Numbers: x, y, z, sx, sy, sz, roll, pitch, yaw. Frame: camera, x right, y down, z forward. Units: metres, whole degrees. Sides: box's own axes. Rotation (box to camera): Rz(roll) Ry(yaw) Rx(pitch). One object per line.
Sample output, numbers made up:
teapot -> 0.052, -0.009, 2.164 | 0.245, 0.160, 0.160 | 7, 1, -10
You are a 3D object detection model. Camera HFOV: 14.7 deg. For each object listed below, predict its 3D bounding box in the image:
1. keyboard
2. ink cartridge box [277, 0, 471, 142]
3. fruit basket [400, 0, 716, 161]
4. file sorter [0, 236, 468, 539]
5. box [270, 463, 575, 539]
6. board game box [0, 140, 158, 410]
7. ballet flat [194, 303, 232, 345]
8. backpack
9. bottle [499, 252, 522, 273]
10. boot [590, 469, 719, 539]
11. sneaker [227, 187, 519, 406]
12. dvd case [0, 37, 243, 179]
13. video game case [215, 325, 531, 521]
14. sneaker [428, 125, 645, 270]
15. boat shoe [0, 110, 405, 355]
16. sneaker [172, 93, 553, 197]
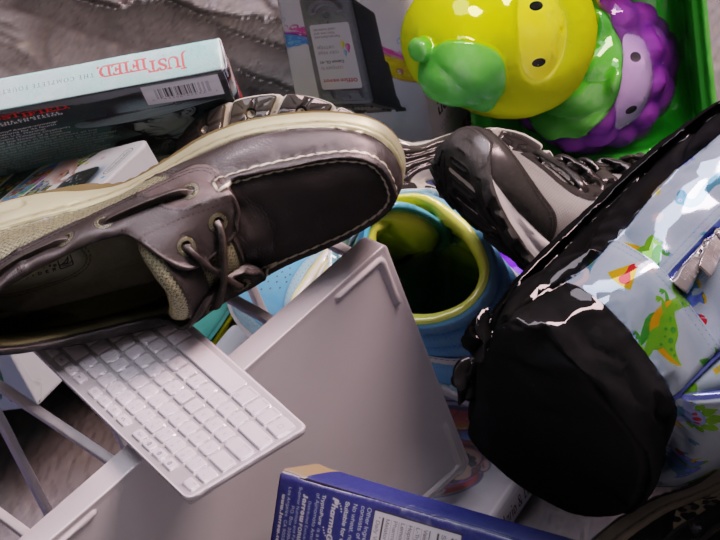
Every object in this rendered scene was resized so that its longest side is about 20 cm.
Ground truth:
keyboard -> -0.094, 0.036, 1.150 | 0.056, 0.011, 0.200 | -35, 39, -14
ink cartridge box -> 0.019, -0.163, 1.540 | 0.085, 0.200, 0.148 | 4, 36, 23
fruit basket -> 0.106, -0.140, 1.473 | 0.155, 0.216, 0.216 | -5, 32, 10
file sorter -> -0.079, 0.079, 1.210 | 0.200, 0.139, 0.124 | -42, 44, -22
box -> 0.046, 0.159, 1.105 | 0.200, 0.121, 0.032 | 14, 9, 35
board game box -> -0.202, 0.013, 1.409 | 0.200, 0.064, 0.148 | -12, 25, 40
ballet flat -> -0.073, -0.010, 1.466 | 0.067, 0.067, 0.200 | -24, 17, 47
backpack -> 0.148, 0.002, 1.126 | 0.154, 0.163, 0.200 | 31, 69, 9
bottle -> 0.146, -0.002, 1.373 | 0.200, 0.065, 0.084 | -12, 33, -1
boot -> 0.176, 0.146, 1.128 | 0.203, 0.074, 0.154 | -34, 41, -29
sneaker -> 0.000, 0.000, 1.298 | 0.200, 0.131, 0.080 | 10, 69, 34
dvd case -> -0.128, -0.067, 1.472 | 0.146, 0.200, 0.022 | -10, 74, 3
video game case -> -0.018, 0.096, 1.311 | 0.200, 0.024, 0.182 | 8, 37, 28
sneaker -> 0.103, -0.025, 1.219 | 0.079, 0.200, 0.074 | -54, 48, 7
boat shoe -> -0.076, -0.007, 1.141 | 0.201, 0.072, 0.066 | -15, 41, 8
sneaker -> -0.001, -0.038, 1.442 | 0.200, 0.089, 0.079 | 9, 74, -13
